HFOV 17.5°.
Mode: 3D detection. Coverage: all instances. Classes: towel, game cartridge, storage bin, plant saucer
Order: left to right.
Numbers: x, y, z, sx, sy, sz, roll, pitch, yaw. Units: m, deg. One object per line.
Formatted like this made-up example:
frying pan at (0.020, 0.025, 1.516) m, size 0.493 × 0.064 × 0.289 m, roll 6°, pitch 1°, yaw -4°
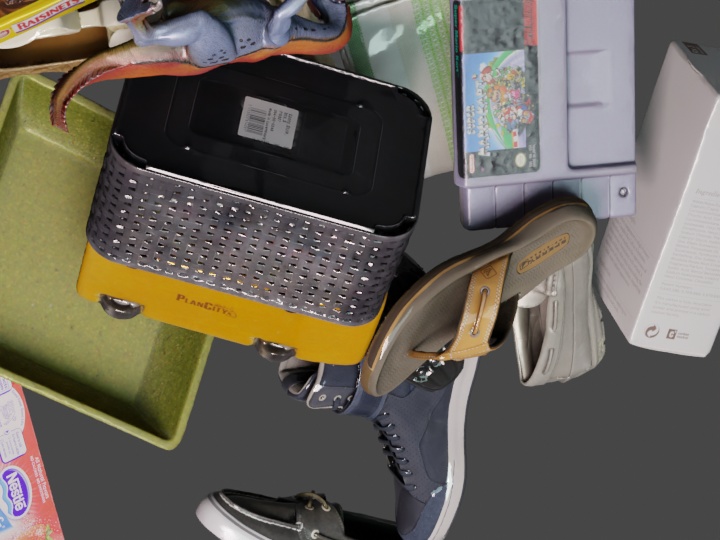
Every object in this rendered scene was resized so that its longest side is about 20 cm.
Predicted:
plant saucer at (-0.187, -0.004, 1.578) m, size 0.199 × 0.048 × 0.202 m, roll 27°, pitch 69°, yaw -26°
storage bin at (-0.064, -0.063, 1.499) m, size 0.198 × 0.136 × 0.094 m, roll 16°, pitch 138°, yaw -7°
towel at (0.086, -0.150, 1.631) m, size 0.198 × 0.031 × 0.150 m, roll -19°, pitch 124°, yaw -6°
game cartridge at (0.125, -0.130, 1.595) m, size 0.128 × 0.038 × 0.202 m, roll -7°, pitch 107°, yaw -15°

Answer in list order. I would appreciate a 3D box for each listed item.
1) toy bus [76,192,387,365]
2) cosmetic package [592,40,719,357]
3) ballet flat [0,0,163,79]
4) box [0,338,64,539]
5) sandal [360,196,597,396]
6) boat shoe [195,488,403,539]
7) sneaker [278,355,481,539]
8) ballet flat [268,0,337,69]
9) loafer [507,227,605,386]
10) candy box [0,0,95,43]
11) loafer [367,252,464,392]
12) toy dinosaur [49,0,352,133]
toy bus at (-0.083, 0.002, 1.543) m, size 0.198 × 0.079 × 0.065 m, roll 16°, pitch 139°, yaw -6°
cosmetic package at (0.238, -0.051, 1.680) m, size 0.073 × 0.102 × 0.201 m, roll 9°, pitch 117°, yaw -20°
ballet flat at (-0.188, -0.162, 1.516) m, size 0.198 × 0.072 × 0.068 m, roll -9°, pitch 92°, yaw -8°
box at (-0.283, 0.132, 1.631) m, size 0.102 × 0.095 × 0.201 m, roll -26°, pitch 124°, yaw -22°
sandal at (0.086, 0.024, 1.576) m, size 0.199 × 0.055 × 0.082 m, roll -31°, pitch 149°, yaw -15°
boat shoe at (-0.033, 0.196, 1.769) m, size 0.199 × 0.069 × 0.057 m, roll 23°, pitch 103°, yaw -31°
sneaker at (0.007, 0.112, 1.713) m, size 0.145 × 0.077 × 0.204 m, roll -3°, pitch 110°, yaw -26°
ballet flat at (-0.051, -0.134, 1.574) m, size 0.069 × 0.070 × 0.201 m, roll -22°, pitch 118°, yaw -2°
loafer at (0.130, 0.001, 1.694) m, size 0.069 × 0.070 × 0.201 m, roll -25°, pitch 124°, yaw -16°
candy box at (-0.247, -0.190, 1.479) m, size 0.199 × 0.103 × 0.026 m, roll -24°, pitch 158°, yaw -1°
loafer at (0.000, 0.000, 1.631) m, size 0.068 × 0.070 × 0.201 m, roll -42°, pitch 102°, yaw 0°
toy dinosaur at (-0.087, -0.159, 1.475) m, size 0.200 × 0.105 × 0.181 m, roll -49°, pitch 138°, yaw 14°
